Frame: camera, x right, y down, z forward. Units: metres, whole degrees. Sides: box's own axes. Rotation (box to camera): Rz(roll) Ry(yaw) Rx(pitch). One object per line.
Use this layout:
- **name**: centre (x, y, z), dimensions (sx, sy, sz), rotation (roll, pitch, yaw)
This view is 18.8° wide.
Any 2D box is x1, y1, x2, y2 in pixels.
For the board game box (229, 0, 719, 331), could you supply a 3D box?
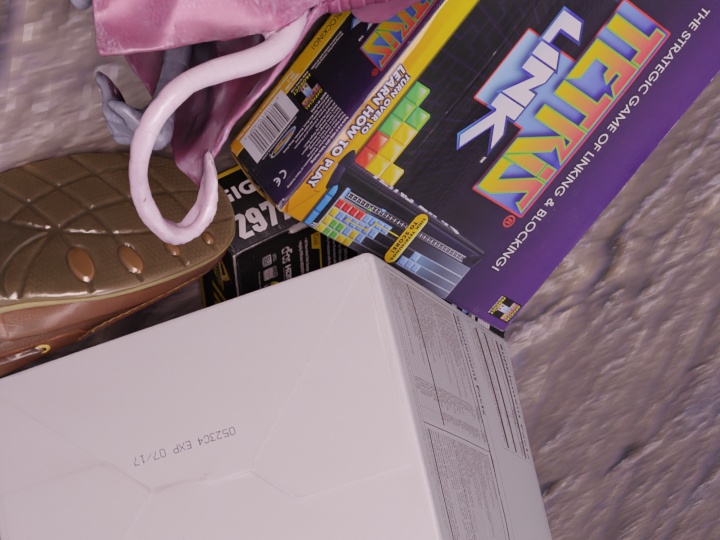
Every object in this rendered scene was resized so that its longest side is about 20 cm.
- **board game box**: centre (0.065, -0.087, 0.960), dimensions (0.165, 0.057, 0.200), rotation (27, 106, -43)

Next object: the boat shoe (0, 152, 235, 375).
- **boat shoe**: centre (-0.151, 0.005, 0.934), dimensions (0.199, 0.072, 0.068), rotation (-17, 153, -15)

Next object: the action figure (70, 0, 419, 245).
- **action figure**: centre (-0.013, -0.123, 0.811), dimensions (0.199, 0.149, 0.134), rotation (-17, 143, -1)

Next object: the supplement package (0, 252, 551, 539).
- **supplement package**: centre (-0.032, 0.107, 0.974), dimensions (0.190, 0.148, 0.200), rotation (-18, 162, 16)

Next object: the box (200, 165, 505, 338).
- **box**: centre (0.000, 0.000, 1.094), dimensions (0.159, 0.049, 0.200), rotation (-28, 150, -16)
